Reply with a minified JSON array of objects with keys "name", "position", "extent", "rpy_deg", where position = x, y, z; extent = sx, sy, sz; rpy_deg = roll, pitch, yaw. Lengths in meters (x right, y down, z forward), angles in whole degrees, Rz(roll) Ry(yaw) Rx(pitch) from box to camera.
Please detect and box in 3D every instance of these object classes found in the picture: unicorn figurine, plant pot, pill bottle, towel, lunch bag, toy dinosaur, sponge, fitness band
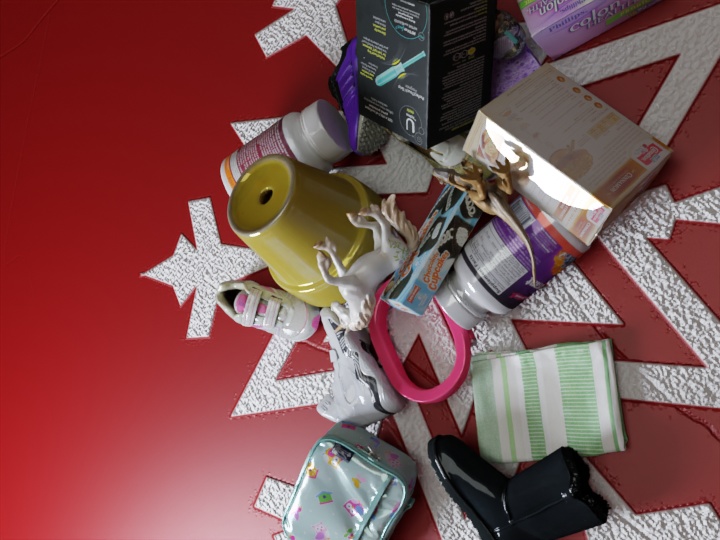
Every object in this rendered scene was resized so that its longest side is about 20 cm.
[{"name":"unicorn figurine","position":[0.000,0.000,1.072],"extent":[0.200,0.137,0.074],"rpy_deg":[-37,22,12]},{"name":"plant pot","position":[-0.084,-0.070,1.151],"extent":[0.201,0.189,0.201],"rpy_deg":[-18,58,31]},{"name":"pill bottle","position":[-0.116,-0.180,1.257],"extent":[0.200,0.114,0.114],"rpy_deg":[-29,70,26]},{"name":"towel","position":[0.244,0.175,1.044],"extent":[0.200,0.023,0.153],"rpy_deg":[-12,78,30]},{"name":"lunch bag","position":[-0.013,0.329,1.126],"extent":[0.160,0.077,0.200],"rpy_deg":[29,110,15]},{"name":"toy dinosaur","position":[0.168,-0.086,0.971],"extent":[0.060,0.106,0.200],"rpy_deg":[-36,59,-7]},{"name":"sponge","position":[0.210,-0.258,1.116],"extent":[0.112,0.030,0.200],"rpy_deg":[-39,66,22]},{"name":"pill bottle","position":[0.195,-0.013,1.046],"extent":[0.200,0.111,0.111],"rpy_deg":[-42,65,21]},{"name":"fitness band","position":[0.087,0.094,1.135],"extent":[0.144,0.037,0.200],"rpy_deg":[-38,59,25]}]

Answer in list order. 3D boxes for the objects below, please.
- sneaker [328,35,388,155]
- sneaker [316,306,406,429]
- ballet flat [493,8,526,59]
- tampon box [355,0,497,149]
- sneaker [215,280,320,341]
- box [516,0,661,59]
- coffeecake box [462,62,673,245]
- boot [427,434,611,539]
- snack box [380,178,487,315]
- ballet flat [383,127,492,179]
[{"name":"sneaker","position":[-0.006,-0.274,1.234],"extent":[0.099,0.070,0.200],"rpy_deg":[-2,79,38]},{"name":"sneaker","position":[-0.026,0.154,1.182],"extent":[0.115,0.075,0.200],"rpy_deg":[-42,67,18]},{"name":"ballet flat","position":[0.147,-0.358,1.112],"extent":[0.200,0.072,0.072],"rpy_deg":[36,103,41]},{"name":"tampon box","position":[0.087,-0.296,1.063],"extent":[0.150,0.126,0.200],"rpy_deg":[37,142,38]},{"name":"sneaker","position":[-0.157,0.064,1.266],"extent":[0.200,0.088,0.081],"rpy_deg":[12,90,32]},{"name":"box","position":[0.289,-0.422,1.049],"extent":[0.176,0.097,0.200],"rpy_deg":[-26,70,26]},{"name":"coffeecake box","position":[0.257,-0.150,0.977],"extent":[0.200,0.153,0.073],"rpy_deg":[41,147,17]},{"name":"boot","position":[0.204,0.267,1.017],"extent":[0.168,0.076,0.200],"rpy_deg":[-39,78,25]},{"name":"snack box","position":[0.104,-0.035,1.081],"extent":[0.037,0.116,0.200],"rpy_deg":[32,85,-12]},{"name":"ballet flat","position":[0.107,-0.191,1.150],"extent":[0.200,0.071,0.071],"rpy_deg":[37,103,29]}]
